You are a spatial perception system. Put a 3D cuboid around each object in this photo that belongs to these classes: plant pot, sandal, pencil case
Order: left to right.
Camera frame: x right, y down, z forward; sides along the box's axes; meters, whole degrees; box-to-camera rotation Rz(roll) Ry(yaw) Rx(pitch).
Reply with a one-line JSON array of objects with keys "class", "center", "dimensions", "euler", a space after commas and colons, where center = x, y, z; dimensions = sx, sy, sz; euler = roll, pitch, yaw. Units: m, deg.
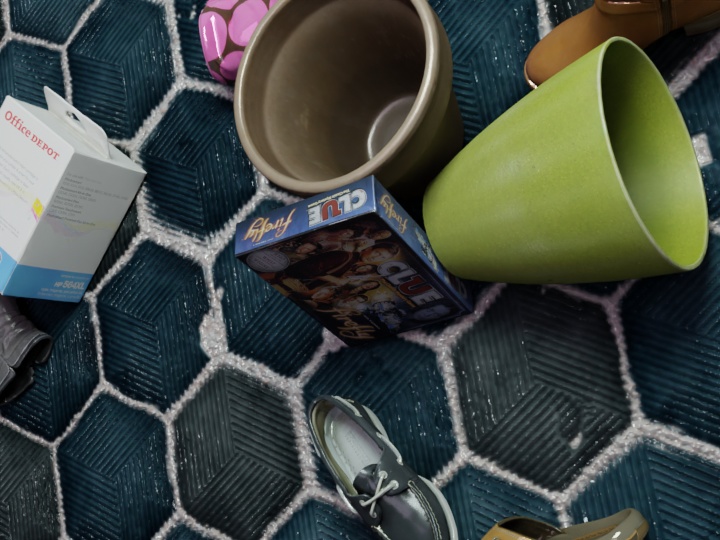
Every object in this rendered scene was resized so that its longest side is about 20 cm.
[{"class": "pencil case", "center": [-0.076, -0.266, 1.005], "dimensions": [0.197, 0.091, 0.095], "euler": [-20, 110, 22]}, {"class": "plant pot", "center": [0.012, -0.145, 0.889], "dimensions": [0.197, 0.174, 0.204], "euler": [-7, 76, 27]}, {"class": "sandal", "center": [0.142, 0.232, 0.828], "dimensions": [0.198, 0.080, 0.055], "euler": [-26, 89, 16]}, {"class": "plant pot", "center": [0.157, -0.064, 0.822], "dimensions": [0.198, 0.186, 0.190], "euler": [-20, 74, 37]}]

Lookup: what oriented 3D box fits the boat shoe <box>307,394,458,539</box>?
[{"class": "boat shoe", "center": [0.012, 0.190, 0.882], "dimensions": [0.076, 0.060, 0.200], "euler": [-52, 47, 6]}]

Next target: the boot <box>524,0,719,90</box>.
[{"class": "boot", "center": [0.210, -0.214, 0.810], "dimensions": [0.197, 0.155, 0.078], "euler": [-13, 78, 25]}]

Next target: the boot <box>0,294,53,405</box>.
[{"class": "boot", "center": [-0.459, 0.113, 1.165], "dimensions": [0.132, 0.070, 0.200], "euler": [48, 109, 19]}]

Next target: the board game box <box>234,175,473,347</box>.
[{"class": "board game box", "center": [0.000, 0.000, 0.866], "dimensions": [0.134, 0.200, 0.035], "euler": [-17, 56, 24]}]

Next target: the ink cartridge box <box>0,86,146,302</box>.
[{"class": "ink cartridge box", "center": [-0.346, -0.086, 1.096], "dimensions": [0.128, 0.125, 0.202], "euler": [36, 100, 26]}]
